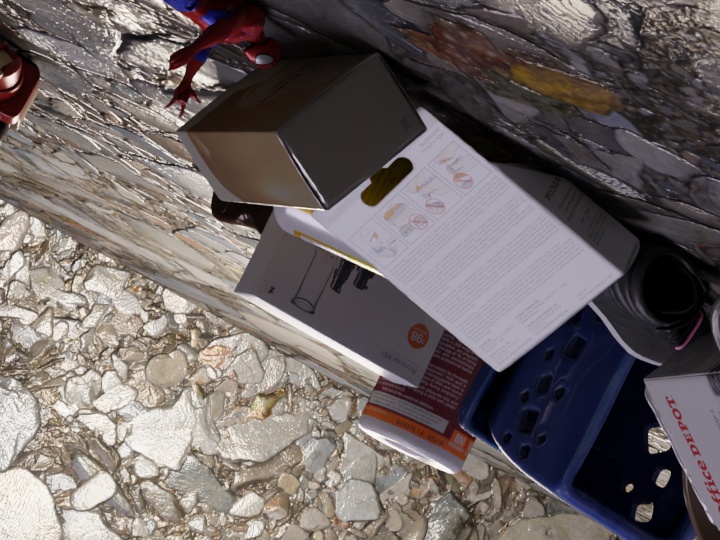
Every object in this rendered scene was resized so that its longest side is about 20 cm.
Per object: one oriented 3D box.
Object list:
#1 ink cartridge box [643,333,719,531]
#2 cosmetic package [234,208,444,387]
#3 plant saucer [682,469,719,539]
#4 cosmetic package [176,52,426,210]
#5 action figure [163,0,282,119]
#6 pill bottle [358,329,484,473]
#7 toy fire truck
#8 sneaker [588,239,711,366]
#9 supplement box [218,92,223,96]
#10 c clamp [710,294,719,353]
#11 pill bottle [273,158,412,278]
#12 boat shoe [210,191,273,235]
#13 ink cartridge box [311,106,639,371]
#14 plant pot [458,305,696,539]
[{"bbox_3d":[0.329,0.118,1.438,0.200,0.083,0.147,-11,110,59],"label":"ink cartridge box"},{"bbox_3d":[0.000,0.000,1.794,0.200,0.151,0.052,30,171,-28],"label":"cosmetic package"},{"bbox_3d":[0.347,0.208,1.605,0.200,0.029,0.200,41,142,43],"label":"plant saucer"},{"bbox_3d":[-0.048,-0.104,1.418,0.071,0.105,0.200,57,159,-18],"label":"cosmetic package"},{"bbox_3d":[-0.145,-0.178,1.351,0.200,0.099,0.065,28,173,-29],"label":"action figure"},{"bbox_3d":[0.089,0.090,1.899,0.114,0.200,0.114,26,172,4],"label":"pill bottle"},{"bbox_3d":[-0.416,-0.213,1.917,0.176,0.129,0.200,27,160,-5],"label":"toy fire truck"},{"bbox_3d":[0.247,0.034,1.526,0.200,0.071,0.099,38,171,-37],"label":"sneaker"},{"bbox_3d":[-0.047,-0.086,1.699,0.200,0.069,0.067,26,173,-12],"label":"supplement box"},{"bbox_3d":[0.312,0.077,1.311,0.171,0.027,0.200,-5,114,58],"label":"c clamp"},{"bbox_3d":[0.000,-0.060,1.586,0.200,0.104,0.104,25,172,12],"label":"pill bottle"},{"bbox_3d":[-0.071,-0.060,1.962,0.075,0.075,0.202,15,-174,-37],"label":"boat shoe"},{"bbox_3d":[0.087,-0.031,1.464,0.200,0.057,0.163,42,133,-6],"label":"ink cartridge box"},{"bbox_3d":[0.219,0.118,1.724,0.200,0.200,0.180,32,175,-41],"label":"plant pot"}]
